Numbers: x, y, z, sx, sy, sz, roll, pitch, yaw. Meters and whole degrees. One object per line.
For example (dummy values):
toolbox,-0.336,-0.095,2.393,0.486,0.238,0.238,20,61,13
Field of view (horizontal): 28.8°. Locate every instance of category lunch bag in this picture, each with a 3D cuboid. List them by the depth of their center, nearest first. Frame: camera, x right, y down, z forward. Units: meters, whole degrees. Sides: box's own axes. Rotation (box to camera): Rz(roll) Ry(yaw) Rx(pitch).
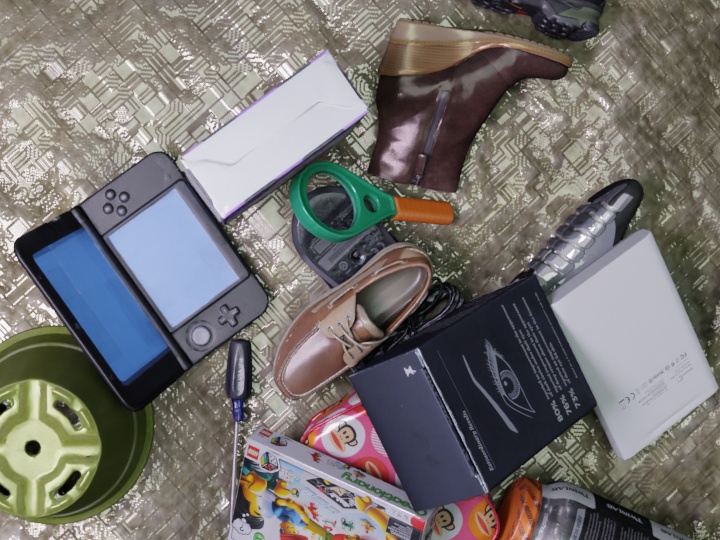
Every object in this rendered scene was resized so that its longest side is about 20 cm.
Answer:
lunch bag,0.029,0.219,1.416,0.175,0.082,0.201,-28,94,4

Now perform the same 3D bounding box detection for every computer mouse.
computer mouse,0.000,0.000,1.434,0.138,0.053,0.201,-38,104,-3

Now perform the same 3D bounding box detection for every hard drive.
hard drive,0.278,0.077,1.432,0.131,0.026,0.201,-34,113,-12

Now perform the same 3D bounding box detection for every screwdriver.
screwdriver,-0.123,0.170,1.433,0.029,0.028,0.202,-3,94,-35

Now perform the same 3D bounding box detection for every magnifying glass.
magnifying glass,0.014,-0.064,1.394,0.198,0.022,0.080,3,67,-38

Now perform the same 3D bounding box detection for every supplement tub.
supplement tub,0.235,0.292,1.420,0.198,0.122,0.123,25,88,-6

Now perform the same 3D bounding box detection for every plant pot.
plant pot,-0.300,0.157,1.331,0.198,0.190,0.203,0,90,-5

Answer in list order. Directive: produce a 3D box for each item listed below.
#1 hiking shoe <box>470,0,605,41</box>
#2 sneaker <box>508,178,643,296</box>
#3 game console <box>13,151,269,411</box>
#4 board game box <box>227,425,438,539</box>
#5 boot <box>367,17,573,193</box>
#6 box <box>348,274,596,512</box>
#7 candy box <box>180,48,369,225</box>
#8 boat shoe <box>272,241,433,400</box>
hiking shoe,0.166,-0.315,1.443,0.198,0.076,0.102,24,79,-15
sneaker,0.242,0.008,1.452,0.115,0.075,0.200,44,95,-10
game console,-0.208,0.006,1.376,0.175,0.116,0.201,-35,94,-4
board game box,-0.030,0.248,1.375,0.198,0.035,0.127,22,116,19
boot,0.111,-0.164,1.445,0.198,0.072,0.168,7,102,-7
box,0.110,0.115,1.339,0.199,0.104,0.149,-27,91,-43
candy box,-0.085,-0.121,1.346,0.167,0.200,0.072,-37,93,-4
boat shoe,-0.007,0.049,1.376,0.076,0.072,0.200,44,89,-15
